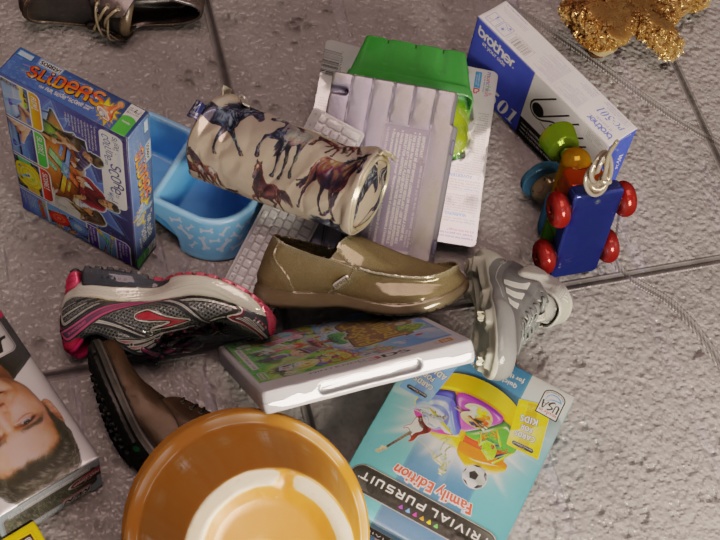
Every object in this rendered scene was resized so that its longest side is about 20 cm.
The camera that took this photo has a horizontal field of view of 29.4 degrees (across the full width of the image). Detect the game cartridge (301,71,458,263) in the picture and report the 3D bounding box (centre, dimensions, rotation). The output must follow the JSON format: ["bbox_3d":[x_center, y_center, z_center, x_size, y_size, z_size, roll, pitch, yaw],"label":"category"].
[{"bbox_3d":[0.018,-0.079,1.304,0.127,0.038,0.203,11,85,2],"label":"game cartridge"}]

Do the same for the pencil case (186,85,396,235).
[{"bbox_3d":[-0.065,-0.099,1.246,0.198,0.078,0.091,21,100,23],"label":"pencil case"}]

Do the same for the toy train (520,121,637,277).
[{"bbox_3d":[0.204,-0.096,1.294,0.083,0.201,0.117,-10,54,-13],"label":"toy train"}]

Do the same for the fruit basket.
[{"bbox_3d":[0.038,-0.127,1.373,0.182,0.094,0.203,9,72,-1],"label":"fruit basket"}]

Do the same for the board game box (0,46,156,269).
[{"bbox_3d":[-0.251,-0.096,1.235,0.134,0.201,0.035,28,58,10],"label":"board game box"}]

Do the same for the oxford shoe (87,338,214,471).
[{"bbox_3d":[-0.167,0.137,1.179,0.084,0.073,0.201,-30,78,-26],"label":"oxford shoe"}]

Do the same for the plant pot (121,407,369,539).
[{"bbox_3d":[-0.080,0.206,1.033,0.197,0.183,0.204,1,84,-11],"label":"plant pot"}]

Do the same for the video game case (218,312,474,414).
[{"bbox_3d":[-0.018,0.071,1.181,0.179,0.200,0.022,-13,100,-14],"label":"video game case"}]

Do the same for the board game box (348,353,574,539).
[{"bbox_3d":[0.081,0.163,1.203,0.149,0.047,0.201,26,58,10],"label":"board game box"}]

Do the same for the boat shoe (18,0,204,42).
[{"bbox_3d":[-0.255,-0.283,1.429,0.197,0.075,0.074,-11,59,-12],"label":"boat shoe"}]

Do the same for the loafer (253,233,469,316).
[{"bbox_3d":[0.000,0.000,1.237,0.196,0.076,0.069,-1,102,1],"label":"loafer"}]

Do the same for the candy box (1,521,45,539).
[{"bbox_3d":[-0.255,0.307,1.083,0.101,0.027,0.201,-29,65,-19],"label":"candy box"}]

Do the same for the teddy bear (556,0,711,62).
[{"bbox_3d":[0.302,-0.288,1.515,0.144,0.067,0.201,34,53,4],"label":"teddy bear"}]

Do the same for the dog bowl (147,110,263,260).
[{"bbox_3d":[-0.180,-0.088,1.329,0.198,0.050,0.112,25,58,8],"label":"dog bowl"}]

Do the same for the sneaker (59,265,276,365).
[{"bbox_3d":[-0.171,0.047,1.229,0.197,0.081,0.076,2,68,10],"label":"sneaker"}]

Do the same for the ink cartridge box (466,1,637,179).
[{"bbox_3d":[0.189,-0.173,1.401,0.044,0.095,0.200,-30,65,-25],"label":"ink cartridge box"}]

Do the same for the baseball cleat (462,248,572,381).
[{"bbox_3d":[0.146,0.037,1.241,0.105,0.071,0.201,10,29,-6],"label":"baseball cleat"}]

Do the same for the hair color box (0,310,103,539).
[{"bbox_3d":[-0.314,0.121,1.173,0.098,0.061,0.201,-30,66,-23],"label":"hair color box"}]

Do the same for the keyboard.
[{"bbox_3d":[-0.066,-0.052,1.288,0.056,0.011,0.202,27,88,14],"label":"keyboard"}]
